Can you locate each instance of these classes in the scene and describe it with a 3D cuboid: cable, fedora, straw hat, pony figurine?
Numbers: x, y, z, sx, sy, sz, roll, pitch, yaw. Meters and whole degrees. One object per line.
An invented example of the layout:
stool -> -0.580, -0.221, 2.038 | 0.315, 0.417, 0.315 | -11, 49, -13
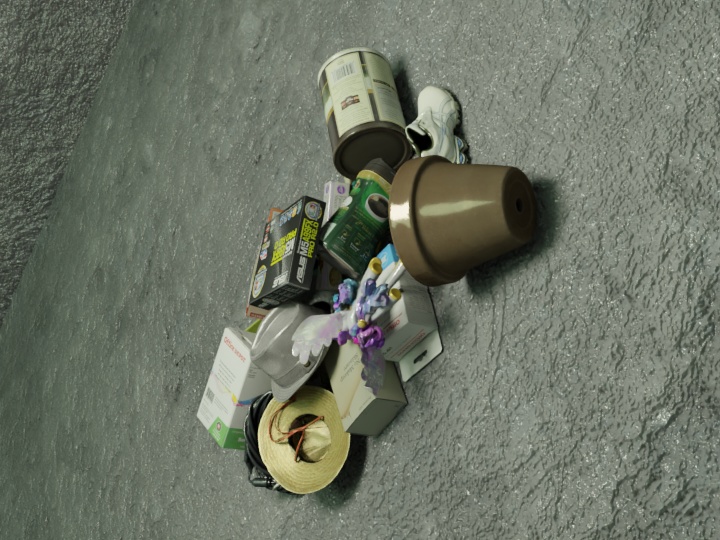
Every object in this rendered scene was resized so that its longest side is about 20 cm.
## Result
cable -> -0.151, 0.322, 1.824 | 0.162, 0.051, 0.202 | 8, 90, 32
fedora -> -0.133, 0.128, 1.720 | 0.200, 0.090, 0.178 | -47, 27, 21
straw hat -> -0.082, 0.305, 1.735 | 0.199, 0.085, 0.203 | -10, 70, 28
pony figurine -> -0.001, 0.081, 1.547 | 0.201, 0.166, 0.194 | -55, 7, 33

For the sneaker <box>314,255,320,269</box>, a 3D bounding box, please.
sneaker -> -0.090, -0.063, 1.845 | 0.200, 0.076, 0.115 | -47, 18, -29

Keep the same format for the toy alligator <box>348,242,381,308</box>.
toy alligator -> 0.000, 0.000, 1.765 | 0.054, 0.059, 0.202 | 2, -81, -80

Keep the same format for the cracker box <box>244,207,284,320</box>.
cracker box -> -0.178, -0.009, 1.899 | 0.201, 0.057, 0.135 | 113, 167, -53

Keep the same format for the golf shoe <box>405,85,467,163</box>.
golf shoe -> 0.118, -0.248, 1.632 | 0.078, 0.096, 0.201 | -48, 41, 38

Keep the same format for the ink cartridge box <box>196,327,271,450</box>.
ink cartridge box -> -0.240, 0.235, 1.919 | 0.145, 0.083, 0.202 | 33, 106, 55

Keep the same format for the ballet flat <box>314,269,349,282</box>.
ballet flat -> -0.072, -0.027, 1.876 | 0.199, 0.068, 0.073 | 13, 69, 57

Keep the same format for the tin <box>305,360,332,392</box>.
tin -> -0.102, 0.161, 1.821 | 0.111, 0.042, 0.201 | -30, 47, 6

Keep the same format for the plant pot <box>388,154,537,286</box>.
plant pot -> 0.164, -0.084, 1.444 | 0.173, 0.199, 0.202 | -7, 72, 37

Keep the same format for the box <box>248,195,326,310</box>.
box -> -0.130, -0.027, 1.685 | 0.200, 0.044, 0.162 | -26, 50, 62

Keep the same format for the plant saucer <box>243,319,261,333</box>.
plant saucer -> -0.179, 0.188, 1.966 | 0.199, 0.048, 0.202 | -38, 49, 44

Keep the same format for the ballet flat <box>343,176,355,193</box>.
ballet flat -> 0.000, -0.160, 1.817 | 0.070, 0.069, 0.201 | -50, 39, 34

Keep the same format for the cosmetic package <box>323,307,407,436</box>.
cosmetic package -> 0.001, 0.176, 1.678 | 0.104, 0.073, 0.201 | -52, 39, 32

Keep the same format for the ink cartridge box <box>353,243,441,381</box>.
ink cartridge box -> 0.061, 0.072, 1.627 | 0.116, 0.067, 0.201 | -45, 45, 39

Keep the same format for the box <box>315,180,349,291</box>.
box -> -0.051, -0.062, 1.770 | 0.039, 0.041, 0.202 | 169, 107, -70

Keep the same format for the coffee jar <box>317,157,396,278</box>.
coffee jar -> 0.007, -0.094, 1.680 | 0.201, 0.104, 0.085 | -55, 19, -14

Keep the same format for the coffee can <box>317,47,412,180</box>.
coffee can -> 0.006, -0.287, 1.768 | 0.146, 0.145, 0.202 | -44, 44, 39
